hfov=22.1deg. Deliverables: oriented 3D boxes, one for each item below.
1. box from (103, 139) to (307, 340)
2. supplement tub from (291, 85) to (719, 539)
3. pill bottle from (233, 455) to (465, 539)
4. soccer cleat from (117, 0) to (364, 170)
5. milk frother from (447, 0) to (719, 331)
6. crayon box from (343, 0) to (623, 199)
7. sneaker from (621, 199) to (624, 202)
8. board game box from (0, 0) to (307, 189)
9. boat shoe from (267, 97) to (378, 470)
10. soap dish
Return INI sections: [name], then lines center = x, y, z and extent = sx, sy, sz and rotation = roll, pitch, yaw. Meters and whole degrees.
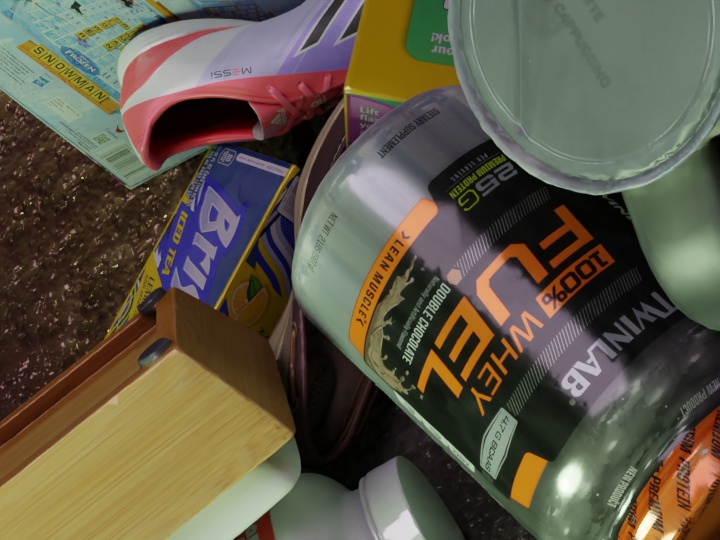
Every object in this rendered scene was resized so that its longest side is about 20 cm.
[box]
center = -0.083, 0.038, 0.947
extent = 0.070, 0.064, 0.201
rotation = 19, 77, 43
[supplement tub]
center = 0.076, 0.028, 0.735
extent = 0.200, 0.122, 0.123
rotation = 41, 92, 26
[pill bottle]
center = -0.047, 0.165, 0.817
extent = 0.199, 0.112, 0.113
rotation = -33, 52, 10
[soccer cleat]
center = -0.027, -0.103, 0.940
extent = 0.198, 0.068, 0.074
rotation = -14, 51, 6
[milk frother]
center = 0.172, -0.096, 0.659
extent = 0.200, 0.187, 0.182
rotation = -42, 74, 37
[crayon box]
center = 0.105, -0.124, 0.849
extent = 0.198, 0.058, 0.174
rotation = 10, 65, 6
[sneaker]
center = 0.096, -0.018, 0.860
extent = 0.199, 0.060, 0.105
rotation = 37, 92, 44
[board game box]
center = -0.103, -0.142, 0.971
extent = 0.198, 0.200, 0.042
rotation = -24, 54, 20
[boat shoe]
center = 0.000, 0.000, 0.892
extent = 0.072, 0.072, 0.202
rotation = -9, 60, 69
[soap dish]
center = -0.122, 0.097, 0.803
extent = 0.199, 0.081, 0.157
rotation = -38, 13, 2
